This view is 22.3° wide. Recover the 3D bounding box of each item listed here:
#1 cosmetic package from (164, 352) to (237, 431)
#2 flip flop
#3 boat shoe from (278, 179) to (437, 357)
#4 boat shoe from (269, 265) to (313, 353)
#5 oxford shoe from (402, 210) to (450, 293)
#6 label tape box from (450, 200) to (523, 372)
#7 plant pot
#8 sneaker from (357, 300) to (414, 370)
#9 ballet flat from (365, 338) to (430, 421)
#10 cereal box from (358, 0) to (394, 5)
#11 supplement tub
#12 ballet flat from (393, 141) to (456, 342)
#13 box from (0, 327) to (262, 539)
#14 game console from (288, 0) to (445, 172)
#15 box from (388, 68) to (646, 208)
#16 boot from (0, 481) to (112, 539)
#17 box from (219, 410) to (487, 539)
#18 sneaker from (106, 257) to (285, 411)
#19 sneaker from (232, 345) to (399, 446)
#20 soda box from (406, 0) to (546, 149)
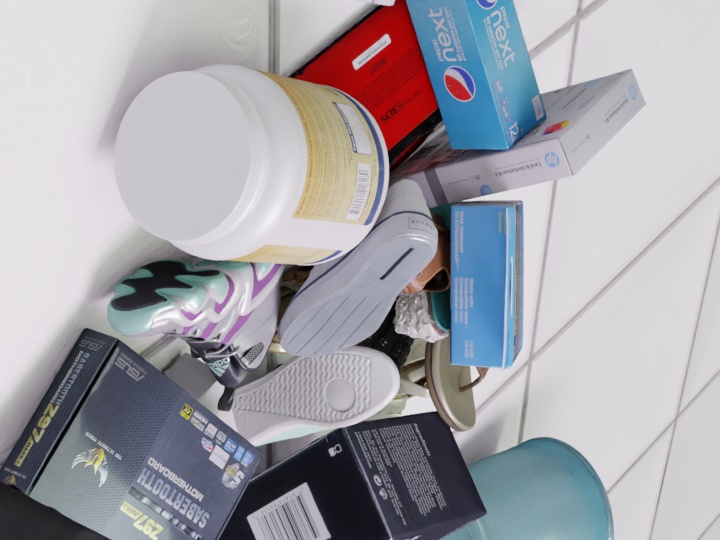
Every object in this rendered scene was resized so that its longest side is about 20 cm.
[{"bbox_3d":[-0.191,0.168,1.538,0.200,0.050,0.083,-45,146,-28],"label":"cosmetic package"},{"bbox_3d":[0.108,0.057,1.786,0.081,0.057,0.202,11,84,-61],"label":"flip flop"},{"bbox_3d":[0.000,0.000,1.511,0.073,0.067,0.200,22,137,-30],"label":"boat shoe"},{"bbox_3d":[-0.034,0.007,1.643,0.200,0.073,0.064,-36,132,-42],"label":"boat shoe"},{"bbox_3d":[0.032,-0.018,1.605,0.071,0.072,0.199,-26,161,26],"label":"oxford shoe"},{"bbox_3d":[0.112,0.010,1.650,0.200,0.065,0.145,-20,110,-80],"label":"label tape box"},{"bbox_3d":[0.167,0.313,2.178,0.187,0.200,0.202,-7,124,-40],"label":"plant pot"},{"bbox_3d":[0.023,0.051,1.808,0.087,0.076,0.200,-40,-175,43],"label":"sneaker"},{"bbox_3d":[0.038,0.116,1.879,0.199,0.062,0.068,-28,138,-47],"label":"ballet flat"},{"bbox_3d":[-0.010,-0.287,1.427,0.199,0.039,0.145,-6,121,-59],"label":"cereal box"},{"bbox_3d":[-0.081,-0.079,1.388,0.199,0.144,0.146,4,113,-61],"label":"supplement tub"},{"bbox_3d":[0.056,-0.030,1.748,0.072,0.071,0.202,35,56,-63],"label":"ballet flat"},{"bbox_3d":[-0.184,0.164,1.457,0.200,0.051,0.159,44,69,-40],"label":"box"},{"bbox_3d":[-0.004,-0.134,1.613,0.200,0.118,0.173,-42,117,-34],"label":"game console"},{"bbox_3d":[0.140,-0.117,1.661,0.156,0.199,0.041,-42,111,-46],"label":"box"},{"bbox_3d":[-0.251,0.160,1.257,0.066,0.199,0.166,-46,150,-27],"label":"boot"},{"bbox_3d":[-0.017,0.232,1.738,0.196,0.118,0.199,-32,165,27],"label":"box"},{"bbox_3d":[-0.125,0.055,1.486,0.199,0.077,0.141,-27,123,-47],"label":"sneaker"},{"bbox_3d":[-0.031,0.104,1.646,0.118,0.199,0.075,-16,88,-58],"label":"sneaker"},{"bbox_3d":[0.093,-0.208,1.568,0.064,0.067,0.202,-37,119,-39],"label":"soda box"}]
